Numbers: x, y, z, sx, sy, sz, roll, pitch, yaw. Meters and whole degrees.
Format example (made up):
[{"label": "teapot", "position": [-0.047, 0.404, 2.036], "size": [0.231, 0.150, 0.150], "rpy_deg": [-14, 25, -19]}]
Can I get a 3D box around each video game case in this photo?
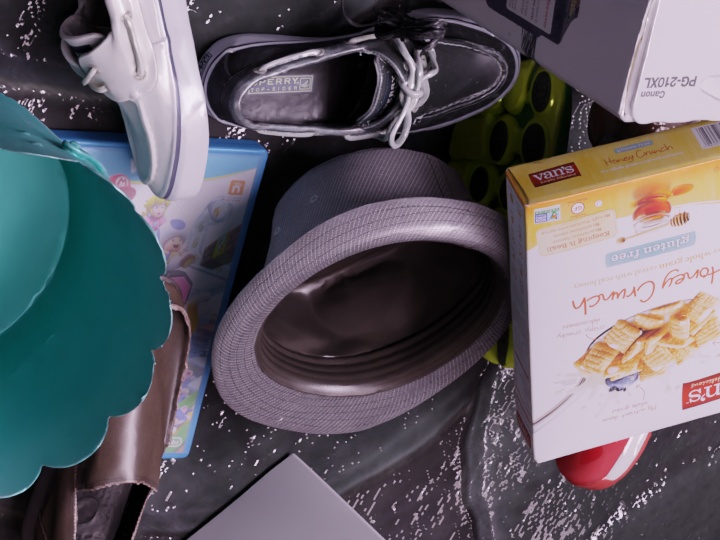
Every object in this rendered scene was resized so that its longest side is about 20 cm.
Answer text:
[{"label": "video game case", "position": [-0.139, 0.017, 1.689], "size": [0.143, 0.018, 0.200], "rpy_deg": [2, 114, -33]}]

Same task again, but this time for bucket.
[{"label": "bucket", "position": [-0.211, 0.006, 1.546], "size": [0.207, 0.135, 0.207], "rpy_deg": [-11, 120, -20]}]

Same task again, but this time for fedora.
[{"label": "fedora", "position": [0.000, 0.000, 1.701], "size": [0.177, 0.090, 0.200], "rpy_deg": [10, 137, -31]}]

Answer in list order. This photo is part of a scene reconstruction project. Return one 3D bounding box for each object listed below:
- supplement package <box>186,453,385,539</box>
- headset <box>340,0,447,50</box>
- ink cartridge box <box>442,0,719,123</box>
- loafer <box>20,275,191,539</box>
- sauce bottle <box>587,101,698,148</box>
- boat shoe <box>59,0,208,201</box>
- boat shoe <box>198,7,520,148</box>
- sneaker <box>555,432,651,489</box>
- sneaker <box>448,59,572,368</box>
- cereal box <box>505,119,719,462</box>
[{"label": "supplement package", "position": [-0.016, 0.236, 1.826], "size": [0.120, 0.121, 0.200], "rpy_deg": [-39, 131, -9]}, {"label": "headset", "position": [0.010, -0.221, 1.603], "size": [0.123, 0.094, 0.200], "rpy_deg": [-15, 112, -26]}, {"label": "ink cartridge box", "position": [0.147, -0.161, 1.648], "size": [0.145, 0.200, 0.084], "rpy_deg": [-5, 120, -37]}, {"label": "loafer", "position": [-0.133, 0.097, 1.680], "size": [0.073, 0.071, 0.200], "rpy_deg": [0, 116, -33]}, {"label": "sauce bottle", "position": [0.171, -0.100, 1.728], "size": [0.200, 0.065, 0.065], "rpy_deg": [-64, 145, -42]}, {"label": "boat shoe", "position": [-0.127, -0.126, 1.582], "size": [0.066, 0.072, 0.200], "rpy_deg": [-17, 122, -20]}, {"label": "boat shoe", "position": [0.009, -0.107, 1.672], "size": [0.199, 0.068, 0.074], "rpy_deg": [0, 107, -27]}, {"label": "sneaker", "position": [0.123, 0.030, 1.755], "size": [0.116, 0.078, 0.200], "rpy_deg": [5, 96, -43]}, {"label": "sneaker", "position": [0.101, -0.040, 1.791], "size": [0.084, 0.074, 0.200], "rpy_deg": [-27, 131, -43]}, {"label": "cereal box", "position": [0.157, 0.012, 1.667], "size": [0.144, 0.040, 0.200], "rpy_deg": [-15, 132, -10]}]
